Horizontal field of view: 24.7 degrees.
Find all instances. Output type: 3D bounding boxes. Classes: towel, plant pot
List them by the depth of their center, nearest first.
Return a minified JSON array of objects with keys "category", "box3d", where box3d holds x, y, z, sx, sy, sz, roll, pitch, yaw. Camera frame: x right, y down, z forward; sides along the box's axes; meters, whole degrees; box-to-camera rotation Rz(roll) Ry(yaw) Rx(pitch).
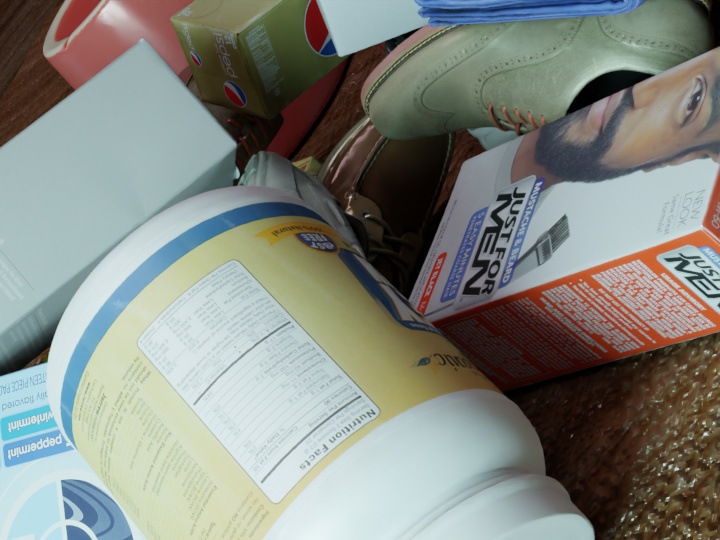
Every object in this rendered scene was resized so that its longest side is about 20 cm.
[{"category":"towel","box3d":[0.136,-0.172,0.822,0.200,0.024,0.145,-36,27,-34]},{"category":"plant pot","box3d":[-0.134,-0.171,1.277,0.200,0.177,0.201,-41,25,25]}]

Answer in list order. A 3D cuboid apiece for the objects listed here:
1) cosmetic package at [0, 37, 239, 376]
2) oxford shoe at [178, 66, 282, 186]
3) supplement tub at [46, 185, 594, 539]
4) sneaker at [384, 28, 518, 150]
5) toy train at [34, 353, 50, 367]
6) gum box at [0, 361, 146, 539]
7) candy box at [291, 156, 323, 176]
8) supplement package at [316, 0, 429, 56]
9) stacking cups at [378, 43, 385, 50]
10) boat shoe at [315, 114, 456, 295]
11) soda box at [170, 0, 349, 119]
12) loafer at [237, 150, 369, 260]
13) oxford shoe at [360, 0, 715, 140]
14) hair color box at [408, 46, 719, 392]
[{"category":"cosmetic package","box3d":[-0.165,-0.022,0.886,0.200,0.090,0.107,-43,-7,-16]},{"category":"oxford shoe","box3d":[-0.093,-0.087,1.062,0.075,0.070,0.200,-27,33,28]},{"category":"supplement tub","box3d":[-0.018,0.076,0.660,0.145,0.145,0.200,-50,59,8]},{"category":"sneaker","box3d":[0.059,-0.146,0.988,0.074,0.087,0.200,-44,24,21]},{"category":"toy train","box3d":[-0.157,0.097,0.870,0.150,0.056,0.201,-7,70,54]},{"category":"gum box","box3d":[-0.155,0.150,0.808,0.170,0.045,0.201,-16,75,29]},{"category":"candy box","box3d":[-0.083,0.029,1.052,0.115,0.055,0.200,-9,48,57]},{"category":"supplement package","box3d":[0.006,-0.225,0.936,0.109,0.114,0.200,-20,32,2]},{"category":"stacking cups","box3d":[-0.040,-0.219,1.134,0.060,0.200,0.061,-38,30,28]},{"category":"boat shoe","box3d":[0.000,0.000,0.927,0.200,0.076,0.074,-62,28,0]},{"category":"soda box","box3d":[-0.023,-0.180,1.049,0.068,0.064,0.200,18,49,42]},{"category":"loafer","box3d":[-0.032,-0.010,0.858,0.200,0.070,0.070,-109,37,-65]},{"category":"oxford shoe","box3d":[0.085,-0.095,0.845,0.200,0.070,0.075,-17,61,32]},{"category":"hair color box","box3d":[0.112,-0.020,0.742,0.200,0.064,0.111,-21,38,50]}]
